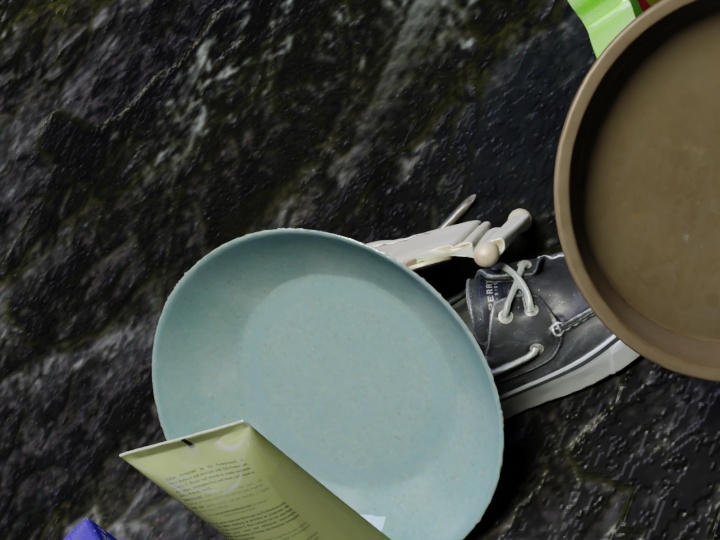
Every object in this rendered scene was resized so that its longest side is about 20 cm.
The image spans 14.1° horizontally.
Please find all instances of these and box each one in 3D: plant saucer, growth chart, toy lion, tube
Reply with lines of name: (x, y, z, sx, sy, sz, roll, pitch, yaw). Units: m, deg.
plant saucer: (-0.012, 0.064, 1.530, 0.201, 0.201, 0.039, -21, 14, 31)
growth chart: (0.000, 0.000, 1.600, 0.200, 0.018, 0.145, -14, 7, 23)
toy lion: (0.149, -0.123, 1.490, 0.069, 0.192, 0.200, -32, 30, 21)
plant saucer: (0.186, -0.045, 1.405, 0.200, 0.200, 0.029, -49, 18, -1)
tube: (-0.028, 0.130, 1.450, 0.058, 0.200, 0.052, -47, 39, 2)

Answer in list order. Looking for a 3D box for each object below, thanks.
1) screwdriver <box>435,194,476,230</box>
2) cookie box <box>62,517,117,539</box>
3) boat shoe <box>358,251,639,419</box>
screwdriver: (-0.001, 0.031, 1.667, 0.200, 0.029, 0.028, -42, 36, -6)
cookie box: (-0.154, 0.261, 1.562, 0.171, 0.075, 0.200, -45, 37, 7)
boat shoe: (0.082, 0.027, 1.540, 0.200, 0.068, 0.072, -28, 42, 26)
